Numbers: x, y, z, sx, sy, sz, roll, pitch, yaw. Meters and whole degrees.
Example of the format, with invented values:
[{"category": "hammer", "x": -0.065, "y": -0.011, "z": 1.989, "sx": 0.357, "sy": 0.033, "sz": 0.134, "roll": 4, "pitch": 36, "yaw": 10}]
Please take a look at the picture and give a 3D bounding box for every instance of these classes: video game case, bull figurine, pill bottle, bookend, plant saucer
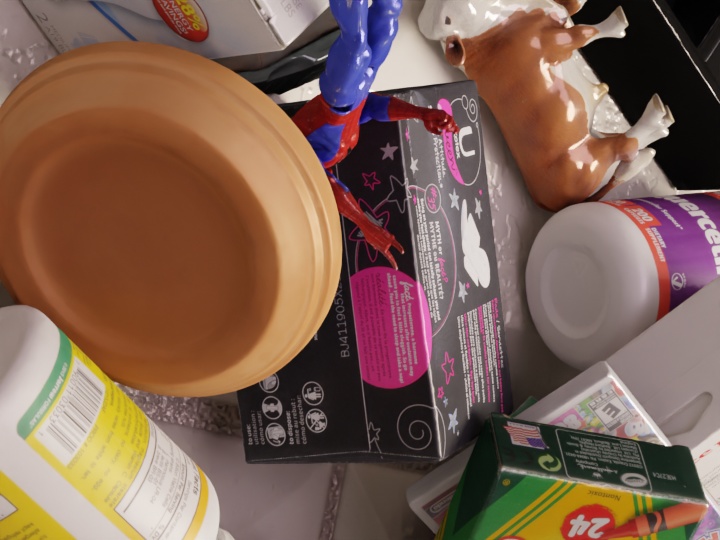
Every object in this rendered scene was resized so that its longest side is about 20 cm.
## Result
[{"category": "video game case", "x": 0.141, "y": 0.160, "z": 1.050, "sx": 0.143, "sy": 0.018, "sz": 0.200, "roll": -35, "pitch": 119, "yaw": 11}, {"category": "bull figurine", "x": 0.122, "y": -0.127, "z": 1.126, "sx": 0.200, "sy": 0.121, "sz": 0.065, "roll": 59, "pitch": 17, "yaw": -32}, {"category": "pill bottle", "x": 0.217, "y": 0.004, "z": 1.189, "sx": 0.199, "sy": 0.112, "sz": 0.113, "roll": -7, "pitch": 96, "yaw": -38}, {"category": "pill bottle", "x": -0.145, "y": 0.122, "z": 0.912, "sx": 0.200, "sy": 0.113, "sz": 0.113, "roll": 49, "pitch": 64, "yaw": -28}, {"category": "bookend", "x": 0.255, "y": -0.195, "z": 1.226, "sx": 0.200, "sy": 0.092, "sz": 0.199, "roll": 51, "pitch": 62, "yaw": -28}, {"category": "plant saucer", "x": -0.109, "y": -0.017, "z": 0.888, "sx": 0.201, "sy": 0.200, "sz": 0.037, "roll": 64, "pitch": 27, "yaw": -20}]

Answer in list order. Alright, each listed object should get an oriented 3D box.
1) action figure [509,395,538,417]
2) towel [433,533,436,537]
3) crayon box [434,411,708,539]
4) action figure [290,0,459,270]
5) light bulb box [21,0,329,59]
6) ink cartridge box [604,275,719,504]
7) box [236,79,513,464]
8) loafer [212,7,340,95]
[{"category": "action figure", "x": 0.150, "y": 0.187, "z": 1.125, "sx": 0.200, "sy": 0.055, "sz": 0.118, "roll": 45, "pitch": 64, "yaw": -31}, {"category": "towel", "x": 0.120, "y": 0.202, "z": 1.164, "sx": 0.147, "sy": 0.049, "sz": 0.201, "roll": -26, "pitch": 105, "yaw": -31}, {"category": "crayon box", "x": 0.104, "y": 0.182, "z": 1.012, "sx": 0.126, "sy": 0.051, "sz": 0.201, "roll": 10, "pitch": 124, "yaw": -13}, {"category": "action figure", "x": 0.016, "y": -0.083, "z": 0.851, "sx": 0.099, "sy": 0.200, "sz": 0.065, "roll": 38, "pitch": 52, "yaw": 7}, {"category": "light bulb box", "x": -0.109, "y": -0.215, "z": 0.876, "sx": 0.125, "sy": 0.200, "sz": 0.198, "roll": -48, "pitch": 118, "yaw": -26}, {"category": "ink cartridge box", "x": 0.235, "y": 0.090, "z": 1.138, "sx": 0.200, "sy": 0.147, "sz": 0.083, "roll": 22, "pitch": 34, "yaw": -58}, {"category": "box", "x": 0.000, "y": 0.000, "z": 0.995, "sx": 0.115, "sy": 0.132, "sz": 0.201, "roll": -18, "pitch": 103, "yaw": -61}, {"category": "loafer", "x": -0.078, "y": -0.125, "z": 0.997, "sx": 0.200, "sy": 0.072, "sz": 0.063, "roll": -25, "pitch": 87, "yaw": -41}]
